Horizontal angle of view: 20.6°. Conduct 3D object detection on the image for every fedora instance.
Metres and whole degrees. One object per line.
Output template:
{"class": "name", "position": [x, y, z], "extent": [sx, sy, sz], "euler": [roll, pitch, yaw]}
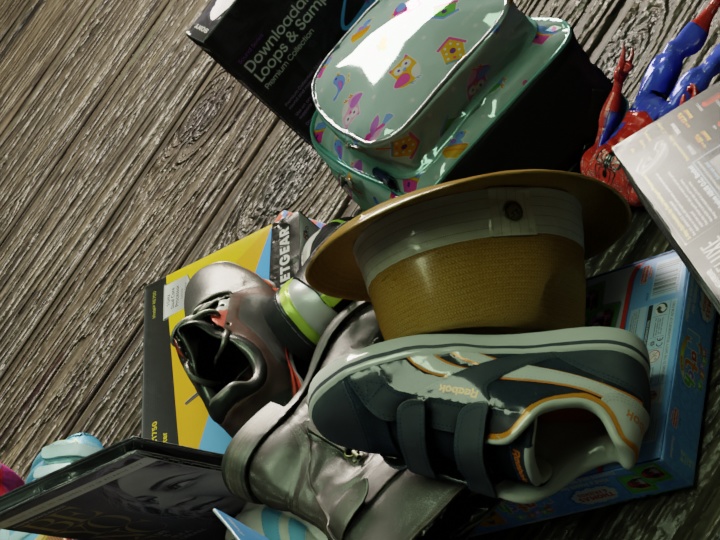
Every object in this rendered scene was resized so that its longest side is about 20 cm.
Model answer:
{"class": "fedora", "position": [0.069, 0.010, 1.160], "extent": [0.200, 0.200, 0.083], "euler": [-26, 67, 34]}

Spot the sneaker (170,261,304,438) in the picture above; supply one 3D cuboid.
{"class": "sneaker", "position": [-0.089, 0.043, 1.328], "extent": [0.077, 0.082, 0.200], "euler": [-43, 35, 9]}

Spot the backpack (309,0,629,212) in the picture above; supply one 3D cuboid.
{"class": "backpack", "position": [0.055, -0.110, 1.359], "extent": [0.176, 0.153, 0.200], "euler": [-50, 26, -8]}

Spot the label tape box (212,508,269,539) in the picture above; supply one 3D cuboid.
{"class": "label tape box", "position": [-0.003, 0.225, 1.046], "extent": [0.066, 0.200, 0.143], "euler": [-51, 32, 0]}

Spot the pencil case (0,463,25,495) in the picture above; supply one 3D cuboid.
{"class": "pencil case", "position": [-0.323, 0.241, 1.543], "extent": [0.088, 0.088, 0.201], "euler": [-21, 41, 39]}

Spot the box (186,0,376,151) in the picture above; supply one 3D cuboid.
{"class": "box", "position": [-0.014, -0.166, 1.457], "extent": [0.143, 0.200, 0.036], "euler": [-53, 33, -4]}

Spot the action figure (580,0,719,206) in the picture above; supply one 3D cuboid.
{"class": "action figure", "position": [0.194, -0.110, 1.278], "extent": [0.065, 0.052, 0.201], "euler": [30, 83, 32]}

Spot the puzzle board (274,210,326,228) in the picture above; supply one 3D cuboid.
{"class": "puzzle board", "position": [-0.079, 0.048, 1.495], "extent": [0.201, 0.017, 0.150], "euler": [-56, 33, -9]}

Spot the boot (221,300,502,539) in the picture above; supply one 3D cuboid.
{"class": "boot", "position": [0.027, 0.104, 1.200], "extent": [0.173, 0.069, 0.200], "euler": [21, 60, 44]}

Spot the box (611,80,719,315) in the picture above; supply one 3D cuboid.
{"class": "box", "position": [0.249, -0.048, 1.118], "extent": [0.157, 0.050, 0.200], "euler": [-32, 34, 5]}

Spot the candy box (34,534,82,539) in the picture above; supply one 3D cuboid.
{"class": "candy box", "position": [-0.189, 0.271, 1.281], "extent": [0.116, 0.055, 0.200], "euler": [-47, 41, 11]}

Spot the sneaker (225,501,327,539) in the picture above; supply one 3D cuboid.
{"class": "sneaker", "position": [-0.034, 0.200, 1.223], "extent": [0.081, 0.077, 0.199], "euler": [-49, 31, -16]}

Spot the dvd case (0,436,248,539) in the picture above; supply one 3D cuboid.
{"class": "dvd case", "position": [-0.126, 0.151, 1.286], "extent": [0.148, 0.199, 0.016], "euler": [-25, 62, 34]}

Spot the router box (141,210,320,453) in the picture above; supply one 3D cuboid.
{"class": "router box", "position": [-0.086, 0.074, 1.411], "extent": [0.148, 0.051, 0.201], "euler": [-26, 47, 25]}

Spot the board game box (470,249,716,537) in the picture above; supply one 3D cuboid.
{"class": "board game box", "position": [0.119, 0.077, 1.198], "extent": [0.199, 0.037, 0.152], "euler": [-19, 44, 39]}

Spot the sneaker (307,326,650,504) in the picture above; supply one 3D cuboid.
{"class": "sneaker", "position": [0.063, 0.083, 1.107], "extent": [0.198, 0.079, 0.080], "euler": [-9, 47, 15]}

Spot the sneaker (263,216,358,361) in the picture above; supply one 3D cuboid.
{"class": "sneaker", "position": [0.000, 0.000, 1.346], "extent": [0.083, 0.072, 0.200], "euler": [-43, 7, 23]}

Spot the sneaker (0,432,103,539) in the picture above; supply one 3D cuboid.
{"class": "sneaker", "position": [-0.199, 0.178, 1.455], "extent": [0.199, 0.079, 0.131], "euler": [-7, 53, 47]}
